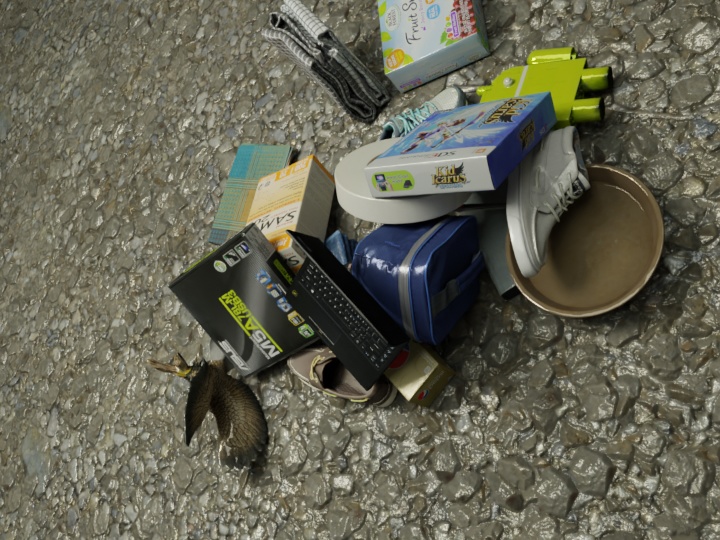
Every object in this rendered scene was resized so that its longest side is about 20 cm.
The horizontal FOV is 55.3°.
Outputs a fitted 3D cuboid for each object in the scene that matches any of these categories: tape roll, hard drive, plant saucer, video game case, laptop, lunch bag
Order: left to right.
[{"bbox_3d":[-0.035,0.058,0.846,0.178,0.103,0.201,47,135,12],"label":"laptop"},{"bbox_3d":[0.062,-0.131,0.961,0.198,0.038,0.204,-6,34,4],"label":"tape roll"},{"bbox_3d":[0.091,0.004,0.924,0.130,0.200,0.139,9,120,30],"label":"lunch bag"},{"bbox_3d":[0.129,-0.161,0.877,0.178,0.046,0.200,2,33,39],"label":"video game case"},{"bbox_3d":[0.217,-0.080,0.967,0.138,0.033,0.203,-33,57,19],"label":"hard drive"},{"bbox_3d":[0.281,-0.037,0.871,0.197,0.029,0.205,-13,65,29],"label":"plant saucer"}]

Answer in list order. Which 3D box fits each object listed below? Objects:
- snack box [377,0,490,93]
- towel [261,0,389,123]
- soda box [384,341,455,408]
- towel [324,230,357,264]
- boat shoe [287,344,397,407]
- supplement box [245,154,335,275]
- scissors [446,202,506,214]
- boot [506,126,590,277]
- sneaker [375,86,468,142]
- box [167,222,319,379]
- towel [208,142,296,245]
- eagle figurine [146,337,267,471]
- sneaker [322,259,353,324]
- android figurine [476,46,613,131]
[{"bbox_3d":[0.116,-0.421,1.138,0.166,0.067,0.204,-16,64,27],"label":"snack box"},{"bbox_3d":[-0.059,-0.347,1.143,0.086,0.199,0.166,-45,54,11],"label":"towel"},{"bbox_3d":[0.043,0.102,0.995,0.068,0.064,0.200,-50,54,7],"label":"soda box"},{"bbox_3d":[-0.089,0.023,1.120,0.197,0.048,0.114,-24,62,24],"label":"towel"},{"bbox_3d":[-0.039,0.153,1.031,0.197,0.059,0.073,15,83,36],"label":"boat shoe"},{"bbox_3d":[-0.121,-0.078,1.123,0.124,0.074,0.203,-19,45,30],"label":"supplement box"},{"bbox_3d":[0.120,-0.080,0.922,0.196,0.073,0.014,6,115,23],"label":"scissors"},{"bbox_3d":[0.236,-0.093,0.853,0.094,0.073,0.204,-12,60,29],"label":"boot"},{"bbox_3d":[0.083,-0.212,1.068,0.200,0.086,0.078,-45,51,11],"label":"sneaker"},{"bbox_3d":[-0.173,0.053,1.068,0.191,0.201,0.048,-29,16,31],"label":"box"},{"bbox_3d":[-0.202,-0.137,1.272,0.144,0.022,0.204,11,81,37],"label":"towel"},{"bbox_3d":[-0.238,0.209,1.096,0.199,0.149,0.154,30,126,53],"label":"eagle figurine"},{"bbox_3d":[0.000,0.000,0.986,0.086,0.076,0.202,10,54,27],"label":"sneaker"},{"bbox_3d":[0.251,-0.245,0.980,0.197,0.041,0.185,6,58,34],"label":"android figurine"}]
